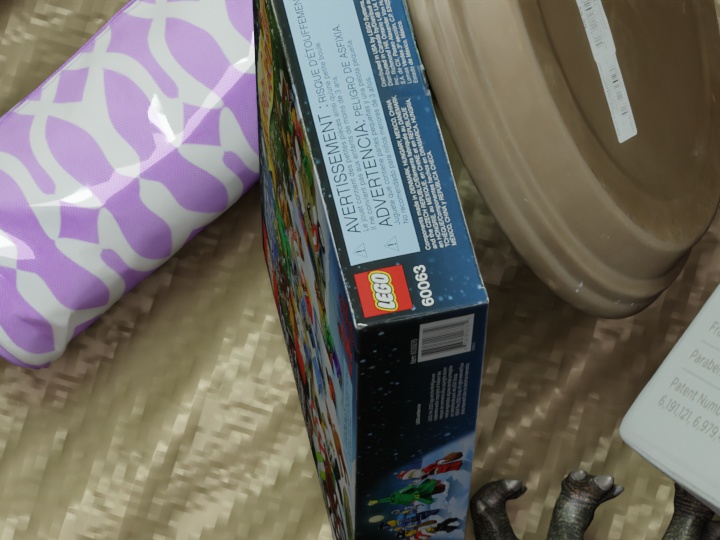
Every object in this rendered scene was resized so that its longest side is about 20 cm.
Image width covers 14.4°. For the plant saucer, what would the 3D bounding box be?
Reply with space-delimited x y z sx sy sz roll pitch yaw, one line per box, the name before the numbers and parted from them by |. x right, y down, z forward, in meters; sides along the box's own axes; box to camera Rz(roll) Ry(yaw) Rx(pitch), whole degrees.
plant saucer | 0.067 -0.085 0.870 0.029 0.200 0.201 -13 83 26

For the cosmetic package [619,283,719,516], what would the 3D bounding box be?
cosmetic package | 0.219 0.031 0.824 0.167 0.166 0.200 35 89 -25

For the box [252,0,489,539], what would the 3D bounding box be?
box | 0.000 0.000 0.851 0.038 0.200 0.137 -12 62 -7

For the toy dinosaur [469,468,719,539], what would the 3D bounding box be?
toy dinosaur | 0.073 0.120 0.911 0.199 0.077 0.103 10 73 4

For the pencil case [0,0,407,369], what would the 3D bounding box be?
pencil case | -0.065 -0.057 0.939 0.200 0.084 0.086 -42 101 1
